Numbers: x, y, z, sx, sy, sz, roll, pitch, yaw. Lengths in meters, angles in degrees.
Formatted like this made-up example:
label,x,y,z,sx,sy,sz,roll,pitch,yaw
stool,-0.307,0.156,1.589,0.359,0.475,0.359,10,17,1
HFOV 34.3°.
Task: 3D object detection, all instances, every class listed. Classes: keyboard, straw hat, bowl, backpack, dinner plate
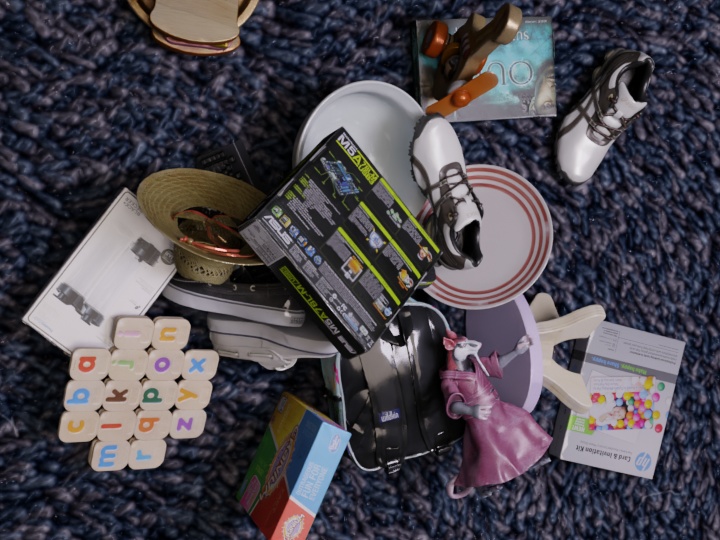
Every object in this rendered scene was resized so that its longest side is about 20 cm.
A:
label,x,y,z,sx,sy,sz,roll,pitch,yaw
keyboard,-0.121,-0.065,1.447,0.126,0.021,0.202,-18,103,28
straw hat,-0.179,-0.031,1.360,0.199,0.202,0.086,10,121,-18
bowl,-0.009,-0.140,1.468,0.199,0.090,0.204,-7,105,-27
backpack,0.035,0.130,1.481,0.176,0.150,0.202,-15,108,-17
dinner plate,0.152,-0.043,1.527,0.197,0.024,0.203,-3,71,9

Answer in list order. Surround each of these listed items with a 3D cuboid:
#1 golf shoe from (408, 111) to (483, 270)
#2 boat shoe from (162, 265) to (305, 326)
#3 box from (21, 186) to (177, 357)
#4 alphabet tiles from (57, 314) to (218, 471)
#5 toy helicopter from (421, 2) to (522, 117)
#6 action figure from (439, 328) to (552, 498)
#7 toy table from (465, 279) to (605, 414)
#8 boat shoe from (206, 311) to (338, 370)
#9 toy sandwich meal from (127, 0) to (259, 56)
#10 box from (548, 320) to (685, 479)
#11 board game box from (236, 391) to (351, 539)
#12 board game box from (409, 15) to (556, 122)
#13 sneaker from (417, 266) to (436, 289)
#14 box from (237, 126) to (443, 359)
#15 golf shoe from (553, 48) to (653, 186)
label,x,y,z,sx,sy,sz,roll,pitch,yaw
golf shoe,0.118,-0.096,1.444,0.077,0.094,0.202,-22,112,-27
boat shoe,-0.152,0.019,1.411,0.070,0.198,0.067,-2,101,-59
box,-0.305,0.011,1.413,0.116,0.060,0.201,38,83,-17
alphabet tiles,-0.270,0.150,1.422,0.194,0.015,0.202,2,109,-36
toy helicopter,0.137,-0.261,1.427,0.078,0.200,0.134,20,70,-17
action figure,0.147,0.163,1.430,0.133,0.148,0.202,-29,90,-38
toy table,0.227,0.100,1.537,0.116,0.184,0.202,7,60,-27
boat shoe,-0.104,0.090,1.430,0.072,0.198,0.067,-37,127,-56
toy sandwich meal,-0.202,-0.365,1.410,0.203,0.070,0.208,-1,95,-17
box,0.363,0.179,1.647,0.154,0.041,0.202,15,91,-18
board game box,-0.085,0.241,1.427,0.040,0.200,0.154,25,86,-17
board game box,0.166,-0.267,1.555,0.198,0.028,0.137,-6,95,-17
sneaker,0.000,0.000,1.441,0.198,0.081,0.075,4,56,-23
box,-0.018,-0.034,1.339,0.200,0.047,0.194,50,47,-13
golf shoe,0.328,-0.209,1.569,0.077,0.094,0.202,25,89,-18
